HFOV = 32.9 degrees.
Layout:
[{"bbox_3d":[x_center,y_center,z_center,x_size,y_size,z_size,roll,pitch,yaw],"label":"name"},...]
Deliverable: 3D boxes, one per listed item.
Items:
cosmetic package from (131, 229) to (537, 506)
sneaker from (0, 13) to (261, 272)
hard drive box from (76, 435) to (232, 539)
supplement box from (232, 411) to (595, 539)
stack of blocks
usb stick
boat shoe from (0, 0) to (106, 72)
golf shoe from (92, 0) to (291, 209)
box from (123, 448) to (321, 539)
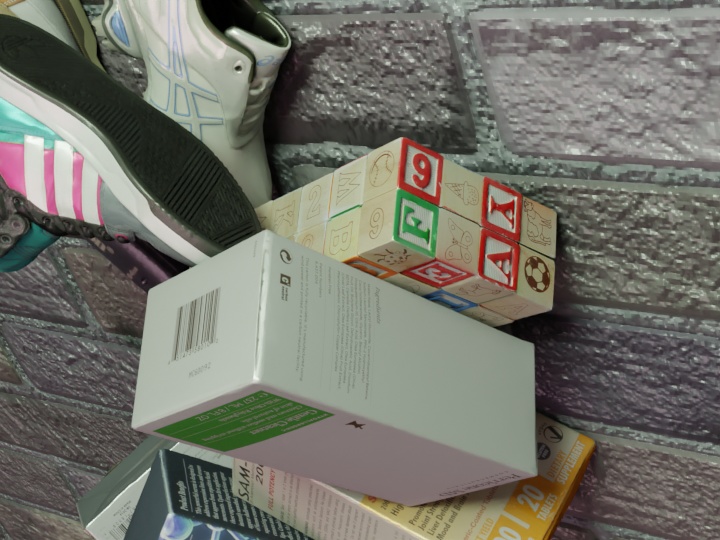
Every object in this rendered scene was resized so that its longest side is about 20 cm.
[{"bbox_3d":[-0.007,0.060,0.656,0.200,0.085,0.108,24,146,-36],"label":"cosmetic package"},{"bbox_3d":[-0.157,-0.036,0.676,0.200,0.084,0.121,39,123,6],"label":"sneaker"},{"bbox_3d":[-0.090,0.202,0.930,0.200,0.156,0.077,51,169,-14],"label":"hard drive box"},{"bbox_3d":[0.033,0.127,0.791,0.200,0.126,0.074,25,141,15],"label":"supplement box"},{"bbox_3d":[0.000,0.000,0.702,0.115,0.059,0.200,22,153,-34],"label":"stack of blocks"},{"bbox_3d":[-0.202,-0.052,0.875,0.200,0.033,0.055,42,141,-5],"label":"usb stick"},{"bbox_3d":[-0.191,-0.098,0.789,0.075,0.068,0.200,0,128,39],"label":"boat shoe"},{"bbox_3d":[-0.079,-0.104,0.692,0.097,0.078,0.200,2,131,30],"label":"golf shoe"},{"bbox_3d":[-0.068,0.232,0.832,0.200,0.148,0.107,20,-171,-16],"label":"box"}]
